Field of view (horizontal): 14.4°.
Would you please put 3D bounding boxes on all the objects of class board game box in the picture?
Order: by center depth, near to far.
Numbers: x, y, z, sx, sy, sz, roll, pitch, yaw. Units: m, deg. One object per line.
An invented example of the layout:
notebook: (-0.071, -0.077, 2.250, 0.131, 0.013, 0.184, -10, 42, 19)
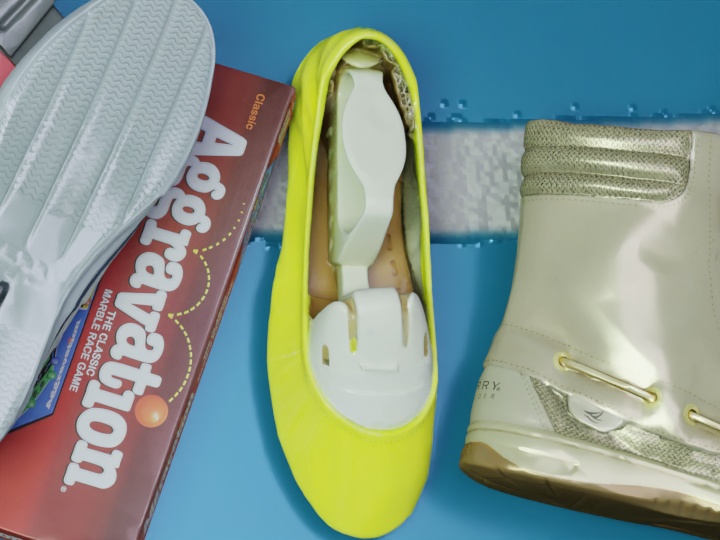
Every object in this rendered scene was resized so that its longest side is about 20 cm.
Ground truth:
board game box: (-0.103, 0.007, 1.085, 0.102, 0.019, 0.201, 17, 72, 5)

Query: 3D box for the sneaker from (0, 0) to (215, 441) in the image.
sneaker: (-0.123, -0.018, 1.042, 0.073, 0.071, 0.201, 35, 74, -14)

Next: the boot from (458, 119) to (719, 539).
boot: (0.147, 0.027, 1.127, 0.199, 0.073, 0.157, 11, 77, -5)

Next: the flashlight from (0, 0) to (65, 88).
flashlight: (-0.189, -0.033, 1.059, 0.200, 0.068, 0.068, -46, 130, -12)

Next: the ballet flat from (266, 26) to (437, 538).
ballet flat: (0.000, 0.000, 1.100, 0.066, 0.067, 0.201, 2, 76, -15)
